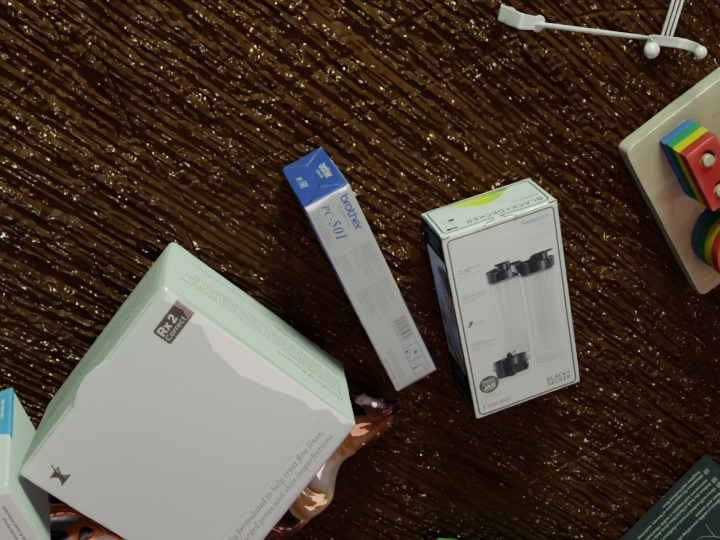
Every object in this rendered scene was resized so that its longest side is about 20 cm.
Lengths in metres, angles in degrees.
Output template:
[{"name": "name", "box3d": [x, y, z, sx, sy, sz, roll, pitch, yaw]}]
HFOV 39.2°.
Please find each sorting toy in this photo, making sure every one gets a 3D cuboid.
[{"name": "sorting toy", "box3d": [0.381, -0.095, 0.970, 0.199, 0.070, 0.199, -37, 119, 2]}]

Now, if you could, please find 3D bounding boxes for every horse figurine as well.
[{"name": "horse figurine", "box3d": [-0.059, 0.188, 0.979, 0.131, 0.050, 0.202, 19, 105, -18]}]

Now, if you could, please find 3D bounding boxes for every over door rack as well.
[{"name": "over door rack", "box3d": [0.227, -0.261, 0.847, 0.197, 0.067, 0.150, 4, 112, -19]}]

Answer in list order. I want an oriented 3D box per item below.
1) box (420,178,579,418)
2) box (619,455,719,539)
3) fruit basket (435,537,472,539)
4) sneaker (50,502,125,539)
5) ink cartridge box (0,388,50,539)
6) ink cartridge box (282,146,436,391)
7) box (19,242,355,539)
[{"name": "box", "box3d": [0.135, 0.027, 0.957, 0.115, 0.060, 0.202, -19, 119, -8]}, {"name": "box", "box3d": [0.405, 0.332, 1.103, 0.107, 0.200, 0.149, 39, 100, -28]}, {"name": "fruit basket", "box3d": [0.170, 0.374, 1.050, 0.213, 0.216, 0.157, 9, 112, -21]}, {"name": "sneaker", "box3d": [-0.237, 0.265, 0.955, 0.197, 0.076, 0.093, -2, 123, -8]}, {"name": "ink cartridge box", "box3d": [-0.366, 0.204, 0.836, 0.198, 0.145, 0.085, -22, 121, -6]}, {"name": "ink cartridge box", "box3d": [0.000, 0.000, 0.883, 0.044, 0.094, 0.201, -27, 120, -2]}, {"name": "box", "box3d": [-0.142, 0.122, 0.857, 0.199, 0.131, 0.200, 37, 101, -16]}]
